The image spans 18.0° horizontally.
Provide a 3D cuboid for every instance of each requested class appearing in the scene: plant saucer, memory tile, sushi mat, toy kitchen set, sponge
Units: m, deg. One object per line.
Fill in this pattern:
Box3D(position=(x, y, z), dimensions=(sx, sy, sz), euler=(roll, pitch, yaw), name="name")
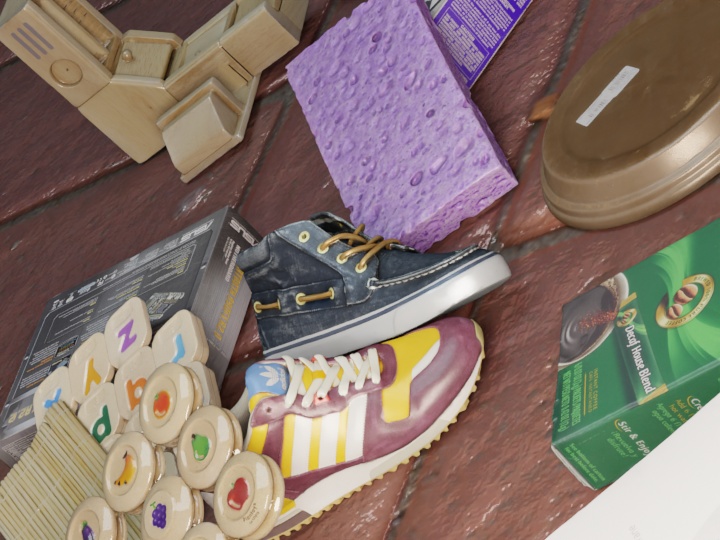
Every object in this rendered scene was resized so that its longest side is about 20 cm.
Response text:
Box3D(position=(0.187, -0.109, 1.410), dimensions=(0.200, 0.029, 0.201), euler=(-35, 27, 21), name="plant saucer")
Box3D(position=(-0.125, 0.166, 1.344), dimensions=(0.153, 0.017, 0.201), euler=(44, 111, 46), name="memory tile")
Box3D(position=(-0.191, 0.165, 1.510), dimensions=(0.096, 0.012, 0.200), euler=(-58, 36, 4), name="sushi mat")
Box3D(position=(-0.177, -0.188, 1.888), dimensions=(0.199, 0.180, 0.164), euler=(-34, 28, 30), name="toy kitchen set")
Box3D(position=(0.024, -0.101, 1.553), dimensions=(0.111, 0.030, 0.201), euler=(-37, 48, 16), name="sponge")

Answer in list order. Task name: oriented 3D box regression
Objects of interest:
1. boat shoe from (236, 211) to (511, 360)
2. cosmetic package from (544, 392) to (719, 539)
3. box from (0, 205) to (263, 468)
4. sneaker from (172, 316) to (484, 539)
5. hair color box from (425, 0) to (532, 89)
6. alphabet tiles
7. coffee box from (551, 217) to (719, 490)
Box3D(position=(0.000, 0.000, 1.423), dimensions=(0.199, 0.091, 0.071), euler=(-22, -1, 40), name="boat shoe")
Box3D(position=(0.171, 0.160, 0.913), dimensions=(0.200, 0.123, 0.200), euler=(-39, 26, 7), name="cosmetic package")
Box3D(position=(-0.169, 0.054, 1.664), dimensions=(0.199, 0.048, 0.159), euler=(-27, 32, 33), name="box")
Box3D(position=(-0.019, 0.080, 1.354), dimensions=(0.200, 0.090, 0.075), euler=(-38, 26, 13), name="sneaker")
Box3D(position=(0.069, -0.202, 1.684), dimensions=(0.109, 0.065, 0.200), euler=(-1, 47, 56), name="hair color box")
Box3D(position=(-0.170, 0.120, 1.542), dimensions=(0.200, 0.015, 0.196), euler=(-42, 40, 21), name="alphabet tiles")
Box3D(position=(0.192, 0.023, 1.183), dimensions=(0.199, 0.044, 0.123), euler=(-29, 29, 29), name="coffee box")
